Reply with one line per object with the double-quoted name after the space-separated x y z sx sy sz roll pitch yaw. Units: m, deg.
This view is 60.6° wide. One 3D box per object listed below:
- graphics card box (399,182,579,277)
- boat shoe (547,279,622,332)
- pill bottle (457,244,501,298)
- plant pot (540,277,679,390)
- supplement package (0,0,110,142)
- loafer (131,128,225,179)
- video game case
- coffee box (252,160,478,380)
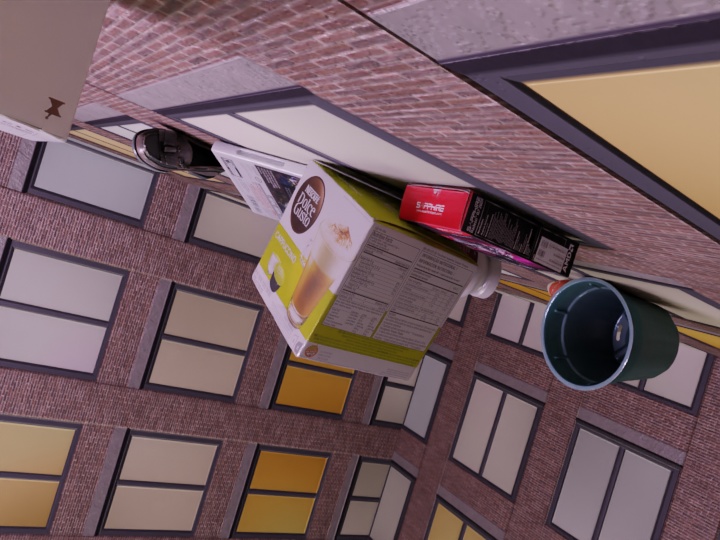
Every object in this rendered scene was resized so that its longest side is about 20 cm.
0.159 -0.049 0.763 0.197 0.052 0.125 18 -179 -33 "graphics card box"
0.485 0.071 1.293 0.197 0.072 0.063 20 -175 -14 "boat shoe"
0.151 -0.018 1.110 0.197 0.115 0.113 17 180 -19 "pill bottle"
0.482 0.125 1.163 0.193 0.205 0.199 8 -175 -32 "plant pot"
-0.205 -0.140 0.327 0.112 0.112 0.199 18 180 -34 "supplement package"
-0.294 -0.201 1.044 0.062 0.074 0.199 -4 177 25 "loafer"
-0.133 -0.130 1.022 0.179 0.024 0.201 19 160 19 "video game case"
0.000 0.000 0.850 0.198 0.200 0.200 19 -161 -37 "coffee box"
